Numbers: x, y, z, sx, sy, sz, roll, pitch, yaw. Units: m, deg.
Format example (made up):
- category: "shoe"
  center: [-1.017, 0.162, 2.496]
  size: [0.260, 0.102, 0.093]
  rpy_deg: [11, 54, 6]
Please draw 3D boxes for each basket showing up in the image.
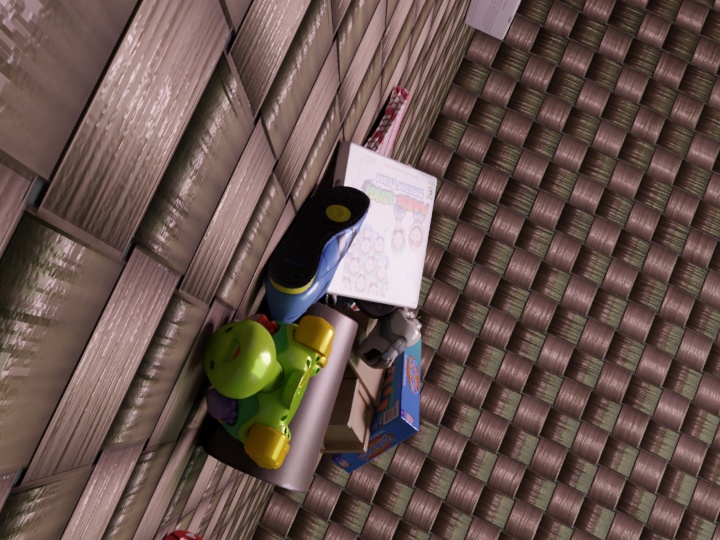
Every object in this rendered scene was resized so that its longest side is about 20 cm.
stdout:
- category: "basket"
  center: [-0.087, 0.138, 0.958]
  size: [0.180, 0.134, 0.204]
  rpy_deg: [140, -28, -80]

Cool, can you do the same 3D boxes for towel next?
- category: "towel"
  center: [0.019, -0.186, 1.312]
  size: [0.147, 0.029, 0.202]
  rpy_deg: [109, 8, -57]

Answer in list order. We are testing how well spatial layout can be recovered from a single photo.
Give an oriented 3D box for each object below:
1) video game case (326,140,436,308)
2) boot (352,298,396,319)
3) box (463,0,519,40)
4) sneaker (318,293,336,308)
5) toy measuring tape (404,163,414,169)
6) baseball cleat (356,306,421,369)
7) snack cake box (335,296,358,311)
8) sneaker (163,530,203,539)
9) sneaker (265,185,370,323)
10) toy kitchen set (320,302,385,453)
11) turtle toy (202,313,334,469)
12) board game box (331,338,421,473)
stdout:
- category: "video game case"
  center: [0.027, -0.052, 1.054]
  size: [0.198, 0.023, 0.187]
  rpy_deg: [12, 86, -51]
- category: "boot"
  center: [0.002, -0.001, 1.213]
  size: [0.159, 0.078, 0.215]
  rpy_deg: [107, -25, -60]
- category: "box"
  center: [0.396, -0.797, 2.249]
  size: [0.199, 0.129, 0.203]
  rpy_deg: [106, 8, -71]
- category: "sneaker"
  center: [-0.057, -0.003, 1.099]
  size: [0.200, 0.069, 0.096]
  rpy_deg: [90, 9, -83]
- category: "toy measuring tape"
  center: [0.023, -0.090, 1.349]
  size: [0.200, 0.074, 0.074]
  rpy_deg: [-45, -175, 22]
- category: "baseball cleat"
  center: [0.034, 0.084, 1.196]
  size: [0.106, 0.070, 0.200]
  rpy_deg: [-42, -174, 2]
- category: "snack cake box"
  center: [-0.029, 0.093, 1.342]
  size: [0.201, 0.067, 0.115]
  rpy_deg: [-53, 140, -10]
- category: "sneaker"
  center: [-0.232, 0.404, 0.911]
  size: [0.200, 0.077, 0.117]
  rpy_deg: [-58, 170, -62]
- category: "sneaker"
  center: [-0.050, -0.019, 0.919]
  size: [0.079, 0.065, 0.201]
  rpy_deg: [99, 17, -46]
- category: "toy kitchen set"
  center: [-0.075, 0.143, 1.220]
  size: [0.165, 0.177, 0.203]
  rpy_deg: [62, 31, -42]
- category: "turtle toy"
  center: [-0.095, 0.101, 0.772]
  size: [0.200, 0.099, 0.148]
  rpy_deg: [101, 13, -73]
- category: "board game box"
  center: [0.028, 0.202, 1.291]
  size: [0.151, 0.045, 0.202]
  rpy_deg: [-37, -153, 29]
